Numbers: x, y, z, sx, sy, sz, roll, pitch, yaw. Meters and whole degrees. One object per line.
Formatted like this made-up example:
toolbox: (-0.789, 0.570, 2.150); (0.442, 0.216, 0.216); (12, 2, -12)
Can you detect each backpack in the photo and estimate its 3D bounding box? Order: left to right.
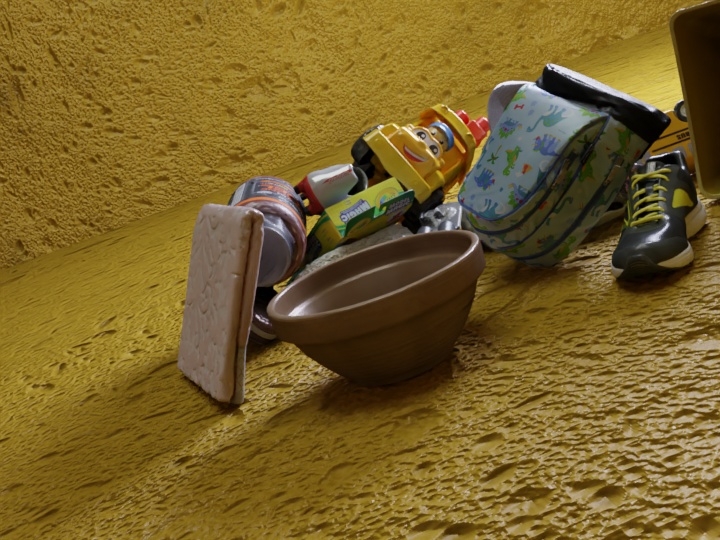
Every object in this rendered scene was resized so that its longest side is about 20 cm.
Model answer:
backpack: (0.196, -0.104, 0.933); (0.153, 0.201, 0.163); (7, 24, -34)

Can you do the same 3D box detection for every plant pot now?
plant pot: (0.023, 0.041, 0.806); (0.200, 0.093, 0.201); (-18, 14, 4)
plant pot: (0.471, -0.199, 0.952); (0.199, 0.201, 0.176); (-9, 4, 38)

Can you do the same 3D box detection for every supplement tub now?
supplement tub: (-0.116, -0.044, 1.075); (0.106, 0.107, 0.200); (-19, 18, 2)

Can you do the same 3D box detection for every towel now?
towel: (-0.147, 0.027, 0.930); (0.032, 0.192, 0.200); (6, 2, -24)

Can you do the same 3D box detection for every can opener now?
can opener: (0.097, -0.022, 1.067); (0.053, 0.067, 0.200); (-15, 27, 18)

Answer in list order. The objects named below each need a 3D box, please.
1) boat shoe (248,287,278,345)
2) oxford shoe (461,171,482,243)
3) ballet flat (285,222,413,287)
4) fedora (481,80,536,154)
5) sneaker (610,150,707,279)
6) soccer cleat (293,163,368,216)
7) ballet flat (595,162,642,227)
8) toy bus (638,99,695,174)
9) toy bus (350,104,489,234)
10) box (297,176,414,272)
boat shoe: (-0.137, 0.051, 1.088); (0.075, 0.074, 0.202); (-56, 19, 12)
oxford shoe: (0.155, -0.083, 1.152); (0.070, 0.074, 0.200); (-17, 14, 2)
ballet flat: (0.000, 0.000, 1.077); (0.199, 0.072, 0.072); (-30, 17, -31)
fedora: (0.232, -0.157, 1.188); (0.199, 0.178, 0.090); (0, -25, -26)
sneaker: (0.275, -0.055, 0.847); (0.074, 0.085, 0.200); (-12, 15, 31)
soccer cleat: (-0.026, -0.100, 1.158); (0.085, 0.069, 0.200); (-26, -6, 7)
ballet flat: (0.231, -0.077, 1.023); (0.199, 0.072, 0.069); (-7, -24, 14)
toy bus: (0.362, -0.147, 1.081); (0.199, 0.079, 0.065); (-21, -14, -6)
toy bus: (0.097, -0.158, 1.220); (0.192, 0.136, 0.200); (-39, -8, -5)
box: (-0.014, -0.048, 1.140); (0.117, 0.049, 0.200); (-27, -9, -30)
